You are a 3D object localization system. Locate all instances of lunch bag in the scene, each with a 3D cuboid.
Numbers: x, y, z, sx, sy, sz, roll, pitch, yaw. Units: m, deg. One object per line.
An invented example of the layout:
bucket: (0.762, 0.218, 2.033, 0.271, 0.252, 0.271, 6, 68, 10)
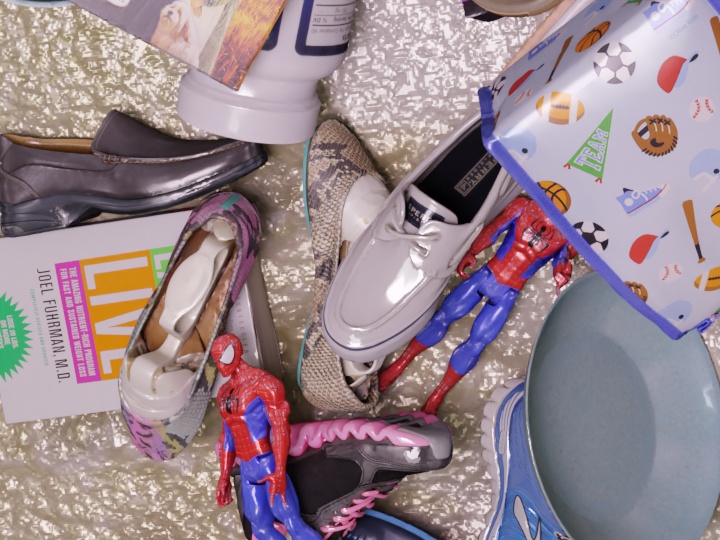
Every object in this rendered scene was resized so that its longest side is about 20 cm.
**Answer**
lunch bag: (0.194, -0.073, 1.460, 0.170, 0.124, 0.200, -38, 107, 18)

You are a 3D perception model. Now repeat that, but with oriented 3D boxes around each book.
book: (-0.165, 0.029, 1.706, 0.200, 0.048, 0.134, -9, 98, 17)

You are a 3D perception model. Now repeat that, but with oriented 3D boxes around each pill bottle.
pill bottle: (-0.058, -0.190, 1.582, 0.116, 0.116, 0.200, 15, 107, 9)

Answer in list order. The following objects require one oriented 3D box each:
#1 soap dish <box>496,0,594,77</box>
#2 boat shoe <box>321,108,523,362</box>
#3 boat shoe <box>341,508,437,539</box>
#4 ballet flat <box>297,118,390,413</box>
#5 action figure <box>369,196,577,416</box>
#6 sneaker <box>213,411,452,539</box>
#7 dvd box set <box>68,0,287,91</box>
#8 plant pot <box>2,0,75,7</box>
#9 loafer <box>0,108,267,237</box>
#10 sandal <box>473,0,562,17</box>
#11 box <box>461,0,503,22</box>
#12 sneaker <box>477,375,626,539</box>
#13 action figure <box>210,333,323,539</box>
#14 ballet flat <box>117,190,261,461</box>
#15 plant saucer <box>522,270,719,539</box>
soap dish: (0.214, -0.119, 1.553, 0.200, 0.081, 0.157, 41, 110, 0)
boat shoe: (0.045, -0.029, 1.561, 0.072, 0.066, 0.200, 41, 81, 20)
boat shoe: (0.057, 0.240, 1.676, 0.200, 0.069, 0.084, 33, 151, 5)
ballet flat: (0.000, 0.000, 1.635, 0.075, 0.068, 0.200, 11, 103, 39)
action figure: (0.083, 0.023, 1.617, 0.065, 0.099, 0.200, 38, 107, 0)
sneaker: (-0.013, 0.147, 1.649, 0.200, 0.079, 0.096, -11, 83, 43)
dvd box set: (-0.091, -0.230, 1.494, 0.146, 0.029, 0.200, 29, 106, -8)
plant pot: (-0.192, -0.281, 1.578, 0.200, 0.134, 0.201, 2, 106, 8)
loafer: (-0.162, -0.075, 1.662, 0.200, 0.073, 0.072, -11, 97, 15)
sandal: (0.059, -0.235, 1.496, 0.080, 0.054, 0.200, -42, 69, 24)
box: (0.114, -0.271, 1.516, 0.143, 0.036, 0.200, -15, 82, 29)
sneaker: (0.129, 0.174, 1.630, 0.089, 0.078, 0.200, 7, 104, 51)
action figure: (-0.065, 0.139, 1.621, 0.065, 0.052, 0.200, -13, 91, 47)
ballet flat: (-0.123, 0.040, 1.635, 0.069, 0.071, 0.200, 25, 105, 11)
plant saucer: (0.162, 0.100, 1.580, 0.039, 0.201, 0.201, -12, 103, 45)
